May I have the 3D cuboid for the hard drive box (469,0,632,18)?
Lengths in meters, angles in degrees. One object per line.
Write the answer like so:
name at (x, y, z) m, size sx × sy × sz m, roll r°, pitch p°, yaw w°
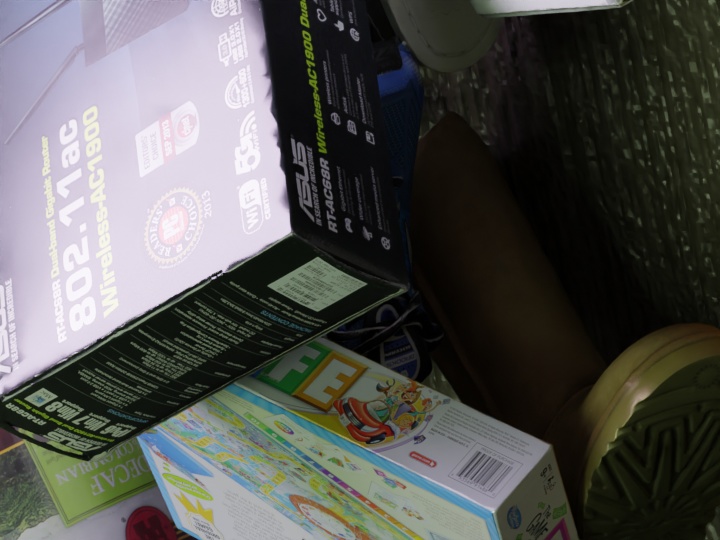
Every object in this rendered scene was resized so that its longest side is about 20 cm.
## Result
hard drive box at (0.045, -0.188, 0.988) m, size 0.200 × 0.077 × 0.156 m, roll 62°, pitch 169°, yaw -11°

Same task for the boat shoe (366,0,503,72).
boat shoe at (0.006, -0.172, 1.125) m, size 0.060 × 0.072 × 0.202 m, roll -5°, pitch 99°, yaw 53°

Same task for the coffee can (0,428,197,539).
coffee can at (-0.142, 0.139, 1.423) m, size 0.146 × 0.146 × 0.200 m, roll -34°, pitch 82°, yaw 54°

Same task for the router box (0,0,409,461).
router box at (-0.069, -0.054, 1.055) m, size 0.150 × 0.062 × 0.201 m, roll -30°, pitch 53°, yaw 31°

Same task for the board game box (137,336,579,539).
board game box at (-0.005, 0.080, 1.096) m, size 0.200 × 0.034 × 0.135 m, roll 25°, pitch 148°, yaw 35°

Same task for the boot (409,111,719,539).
boot at (0.066, 0.018, 1.112) m, size 0.175 × 0.066 × 0.200 m, roll 107°, pitch 145°, yaw -47°

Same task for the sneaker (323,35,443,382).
sneaker at (0.000, 0.000, 1.123) m, size 0.089 × 0.078 × 0.200 m, roll 48°, pitch 145°, yaw 35°
